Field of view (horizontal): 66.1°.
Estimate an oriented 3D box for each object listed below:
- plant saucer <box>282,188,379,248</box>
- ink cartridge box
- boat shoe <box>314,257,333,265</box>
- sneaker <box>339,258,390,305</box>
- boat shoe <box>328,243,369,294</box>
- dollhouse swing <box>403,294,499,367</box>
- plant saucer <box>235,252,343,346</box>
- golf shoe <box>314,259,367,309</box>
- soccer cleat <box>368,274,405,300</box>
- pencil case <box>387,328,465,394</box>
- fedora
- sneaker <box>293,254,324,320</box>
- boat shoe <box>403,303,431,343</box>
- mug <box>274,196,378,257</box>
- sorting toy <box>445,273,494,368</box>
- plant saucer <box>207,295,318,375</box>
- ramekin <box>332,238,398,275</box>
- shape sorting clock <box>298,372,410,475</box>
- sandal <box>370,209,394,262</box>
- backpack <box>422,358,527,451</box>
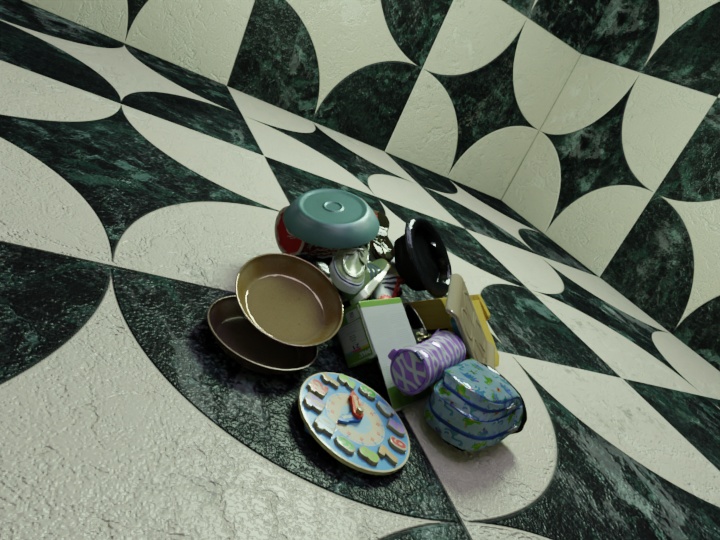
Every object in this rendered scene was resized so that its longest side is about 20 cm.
[{"bbox_3d":[-0.056,-0.113,1.098,0.194,0.037,0.202,6,34,-4],"label":"plant saucer"},{"bbox_3d":[0.044,0.162,1.048,0.146,0.075,0.204,-1,68,-53],"label":"ink cartridge box"},{"bbox_3d":[-0.077,0.006,1.264,0.198,0.064,0.074,23,18,-17],"label":"boat shoe"},{"bbox_3d":[0.000,0.000,1.174,0.090,0.067,0.200,47,29,-4],"label":"sneaker"},{"bbox_3d":[-0.017,-0.029,1.073,0.071,0.063,0.201,24,28,-12],"label":"boat shoe"},{"bbox_3d":[0.210,0.154,1.314,0.179,0.181,0.198,-10,-5,38],"label":"dollhouse swing"},{"bbox_3d":[-0.125,0.056,0.958,0.196,0.036,0.203,18,42,-17],"label":"plant saucer"},{"bbox_3d":[-0.067,0.038,1.176,0.196,0.079,0.095,18,22,-21],"label":"golf shoe"},{"bbox_3d":[0.042,0.060,1.248,0.083,0.070,0.200,17,28,11],"label":"soccer cleat"},{"bbox_3d":[0.124,0.164,1.017,0.085,0.085,0.198,41,22,23],"label":"pencil case"},{"bbox_3d":[0.138,-0.024,1.328,0.199,0.090,0.205,30,50,-41],"label":"fedora"},{"bbox_3d":[-0.109,0.036,1.066,0.198,0.076,0.113,35,58,27],"label":"sneaker"},{"bbox_3d":[0.118,0.146,1.177,0.070,0.061,0.202,16,23,-27],"label":"boat shoe"},{"bbox_3d":[-0.071,-0.104,1.209,0.197,0.178,0.135,-9,63,-44],"label":"mug"},{"bbox_3d":[0.229,0.128,1.168,0.203,0.036,0.186,62,22,-15],"label":"sorting toy"},{"bbox_3d":[-0.167,0.114,0.932,0.197,0.037,0.201,25,21,-10],"label":"plant saucer"},{"bbox_3d":[0.019,-0.031,1.420,0.198,0.096,0.203,24,21,-9],"label":"ramekin"},{"bbox_3d":[-0.007,0.229,0.858,0.196,0.040,0.201,24,21,-10],"label":"shape sorting clock"},{"bbox_3d":[0.038,-0.082,1.362,0.080,0.055,0.203,10,41,-24],"label":"sandal"},{"bbox_3d":[0.197,0.236,0.980,0.197,0.157,0.163,-17,45,-41],"label":"backpack"}]
